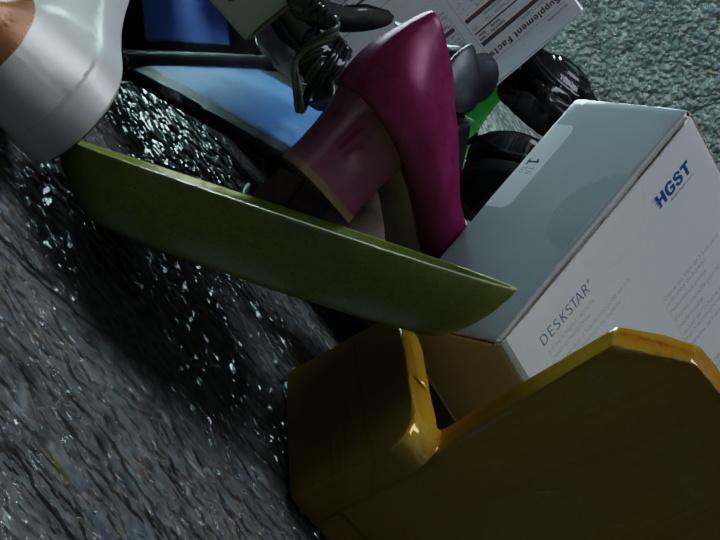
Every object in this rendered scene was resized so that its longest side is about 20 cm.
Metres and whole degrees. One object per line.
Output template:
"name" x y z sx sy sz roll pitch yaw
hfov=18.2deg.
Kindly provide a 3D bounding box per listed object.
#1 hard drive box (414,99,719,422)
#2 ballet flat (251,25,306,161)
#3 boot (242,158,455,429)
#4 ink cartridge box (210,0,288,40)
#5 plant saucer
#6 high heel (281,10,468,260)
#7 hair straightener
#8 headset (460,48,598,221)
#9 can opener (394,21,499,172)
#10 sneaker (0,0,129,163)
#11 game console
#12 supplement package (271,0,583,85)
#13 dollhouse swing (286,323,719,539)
"hard drive box" 0.127 0.045 1.071 0.077 0.156 0.200 11 -39 49
"ballet flat" -0.081 -0.136 1.331 0.066 0.057 0.200 16 26 -32
"boot" 0.000 0.000 1.186 0.146 0.070 0.200 42 13 -19
"ink cartridge box" -0.104 -0.205 1.063 0.200 0.037 0.095 45 21 -19
"plant saucer" -0.034 -0.010 0.924 0.199 0.031 0.200 19 2 -1
"high heel" 0.047 -0.034 1.071 0.067 0.096 0.200 40 -4 39
"hair straightener" -0.008 -0.112 1.067 0.200 0.041 0.077 -74 159 -78
"headset" 0.101 -0.094 1.460 0.094 0.124 0.200 31 -9 -28
"can opener" 0.037 -0.100 1.212 0.063 0.079 0.200 15 15 5
"sneaker" -0.143 -0.123 0.930 0.085 0.073 0.200 43 12 -24
"game console" -0.053 -0.132 1.141 0.200 0.116 0.177 -12 97 -72
"supplement package" 0.006 -0.189 1.435 0.200 0.151 0.152 51 -13 -7
"dollhouse swing" 0.096 0.095 0.975 0.200 0.176 0.182 48 12 -18
